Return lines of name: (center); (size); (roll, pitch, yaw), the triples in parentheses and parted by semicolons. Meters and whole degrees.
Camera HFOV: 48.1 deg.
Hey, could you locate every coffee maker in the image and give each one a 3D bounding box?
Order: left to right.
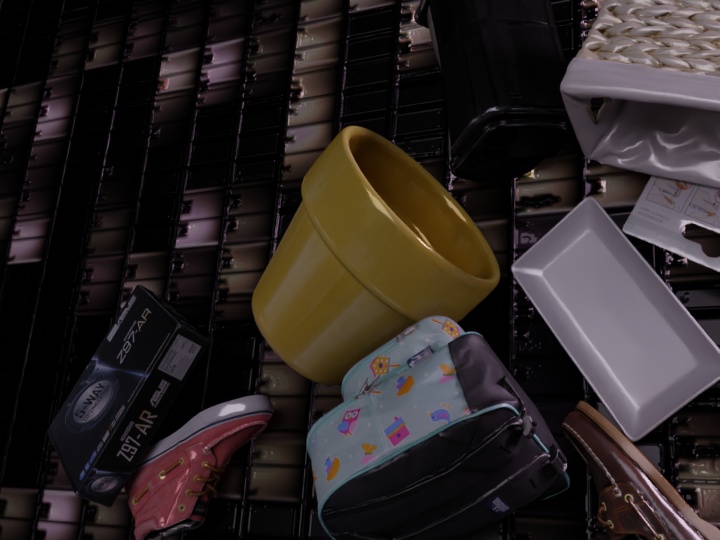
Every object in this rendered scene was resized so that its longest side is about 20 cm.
coffee maker: (0.130, -0.213, 0.778); (0.132, 0.192, 0.203); (-10, 68, 3)

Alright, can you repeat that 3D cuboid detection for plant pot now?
plant pot: (0.000, 0.000, 0.773); (0.189, 0.200, 0.202); (-46, 58, 22)

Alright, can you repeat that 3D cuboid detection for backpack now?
backpack: (0.052, 0.152, 0.695); (0.199, 0.176, 0.154); (-36, 44, 8)

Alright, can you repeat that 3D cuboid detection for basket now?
basket: (0.286, -0.155, 0.665); (0.198, 0.135, 0.125); (16, 77, 32)

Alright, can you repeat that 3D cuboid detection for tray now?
tray: (0.229, 0.040, 0.728); (0.107, 0.022, 0.201); (-44, 58, 23)

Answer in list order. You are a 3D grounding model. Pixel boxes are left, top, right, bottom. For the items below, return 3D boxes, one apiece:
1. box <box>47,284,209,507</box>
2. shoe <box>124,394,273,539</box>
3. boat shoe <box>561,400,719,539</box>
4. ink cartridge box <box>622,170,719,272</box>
box: (-0.258, 0.129, 0.886); (0.202, 0.043, 0.160); (-59, 34, -3)
shoe: (-0.163, 0.209, 0.837); (0.198, 0.071, 0.092); (-30, 63, 19)
boat shoe: (0.229, 0.197, 0.652); (0.070, 0.070, 0.200); (-42, 60, 1)
ink cartridge box: (0.350, -0.087, 0.711); (0.161, 0.057, 0.202); (28, 90, 33)
